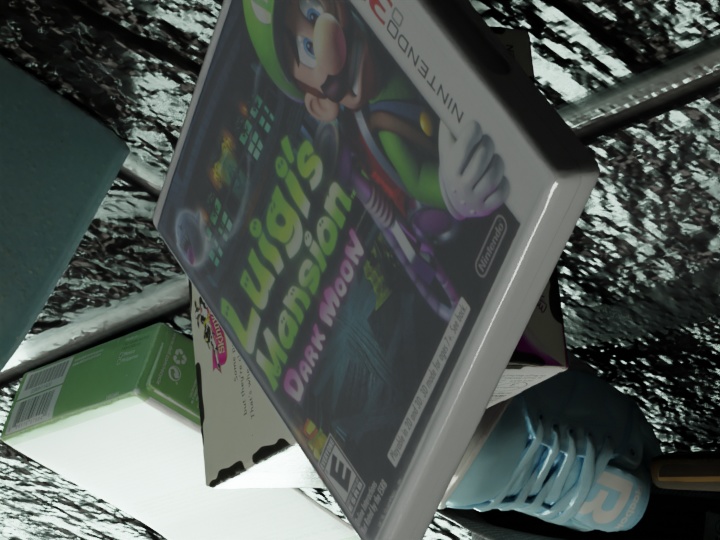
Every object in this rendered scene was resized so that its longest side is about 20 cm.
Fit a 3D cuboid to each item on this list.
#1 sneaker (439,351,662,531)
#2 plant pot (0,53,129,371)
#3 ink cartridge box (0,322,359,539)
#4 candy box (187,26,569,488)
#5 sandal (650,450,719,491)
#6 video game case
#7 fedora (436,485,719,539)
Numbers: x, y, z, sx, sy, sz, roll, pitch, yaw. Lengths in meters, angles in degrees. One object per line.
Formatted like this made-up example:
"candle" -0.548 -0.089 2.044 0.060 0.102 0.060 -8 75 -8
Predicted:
"sneaker" 0.086 0.077 1.103 0.082 0.074 0.200 33 -164 17
"plant pot" -0.255 -0.001 1.120 0.196 0.201 0.195 35 148 -29
"ink cartridge box" -0.073 0.108 1.369 0.200 0.048 0.145 33 150 -26
"candy box" 0.000 0.000 1.023 0.061 0.137 0.200 4 162 -29
"sandal" 0.216 0.116 1.084 0.199 0.055 0.082 16 179 12
"video game case" -0.004 -0.026 0.916 0.023 0.182 0.200 -13 143 -32
"fedora" 0.122 0.153 1.198 0.199 0.091 0.177 4 -173 -6
